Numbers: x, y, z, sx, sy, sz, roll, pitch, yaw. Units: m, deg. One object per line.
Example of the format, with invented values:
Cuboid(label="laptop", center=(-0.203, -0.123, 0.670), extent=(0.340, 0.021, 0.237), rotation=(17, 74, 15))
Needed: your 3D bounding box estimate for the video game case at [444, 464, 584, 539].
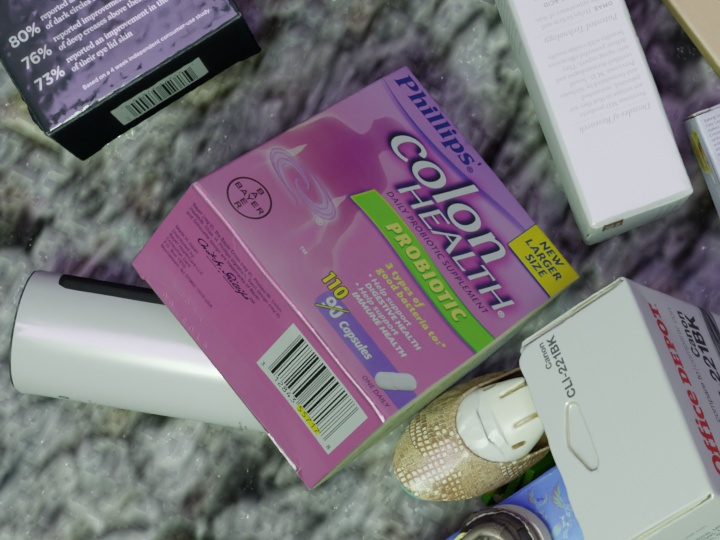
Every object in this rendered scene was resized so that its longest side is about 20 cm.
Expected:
Cuboid(label="video game case", center=(0.115, 0.226, 1.142), extent=(0.200, 0.045, 0.181), rotation=(-36, 77, 16))

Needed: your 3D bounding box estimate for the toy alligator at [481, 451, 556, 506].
Cuboid(label="toy alligator", center=(0.125, 0.153, 1.203), extent=(0.200, 0.059, 0.054), rotation=(38, 129, 26))

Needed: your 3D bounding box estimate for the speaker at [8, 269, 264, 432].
Cuboid(label="speaker", center=(-0.116, 0.055, 1.227), extent=(0.200, 0.081, 0.081), rotation=(9, 85, 5))

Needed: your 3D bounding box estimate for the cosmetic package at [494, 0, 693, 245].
Cuboid(label="cosmetic package", center=(0.142, -0.124, 1.219), extent=(0.074, 0.102, 0.200), rotation=(-21, 85, 2))

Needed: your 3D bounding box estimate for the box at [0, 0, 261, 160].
Cuboid(label="box", center=(-0.180, -0.196, 1.243), extent=(0.148, 0.104, 0.200), rotation=(-31, 83, 0))

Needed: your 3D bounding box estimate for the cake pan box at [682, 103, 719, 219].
Cuboid(label="cake pan box", center=(0.329, -0.050, 1.217), extent=(0.200, 0.052, 0.184), rotation=(-23, 92, 2))

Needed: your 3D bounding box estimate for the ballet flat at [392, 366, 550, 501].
Cuboid(label="ballet flat", center=(0.108, 0.080, 1.177), extent=(0.200, 0.065, 0.071), rotation=(-25, 73, -30))

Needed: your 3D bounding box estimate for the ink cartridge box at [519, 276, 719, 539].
Cuboid(label="ink cartridge box", center=(0.199, 0.102, 1.107), extent=(0.084, 0.200, 0.144), rotation=(-38, 54, 29))

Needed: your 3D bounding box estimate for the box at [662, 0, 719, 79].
Cuboid(label="box", center=(0.258, -0.232, 1.262), extent=(0.163, 0.021, 0.200), rotation=(-36, 85, 0))

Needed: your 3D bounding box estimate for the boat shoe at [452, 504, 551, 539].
Cuboid(label="boat shoe", center=(0.047, 0.229, 1.111), extent=(0.072, 0.060, 0.200), rotation=(29, 100, 19))

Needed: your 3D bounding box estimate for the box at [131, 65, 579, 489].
Cuboid(label="box", center=(0.000, 0.000, 1.166), extent=(0.200, 0.097, 0.176), rotation=(-32, 81, -42))
